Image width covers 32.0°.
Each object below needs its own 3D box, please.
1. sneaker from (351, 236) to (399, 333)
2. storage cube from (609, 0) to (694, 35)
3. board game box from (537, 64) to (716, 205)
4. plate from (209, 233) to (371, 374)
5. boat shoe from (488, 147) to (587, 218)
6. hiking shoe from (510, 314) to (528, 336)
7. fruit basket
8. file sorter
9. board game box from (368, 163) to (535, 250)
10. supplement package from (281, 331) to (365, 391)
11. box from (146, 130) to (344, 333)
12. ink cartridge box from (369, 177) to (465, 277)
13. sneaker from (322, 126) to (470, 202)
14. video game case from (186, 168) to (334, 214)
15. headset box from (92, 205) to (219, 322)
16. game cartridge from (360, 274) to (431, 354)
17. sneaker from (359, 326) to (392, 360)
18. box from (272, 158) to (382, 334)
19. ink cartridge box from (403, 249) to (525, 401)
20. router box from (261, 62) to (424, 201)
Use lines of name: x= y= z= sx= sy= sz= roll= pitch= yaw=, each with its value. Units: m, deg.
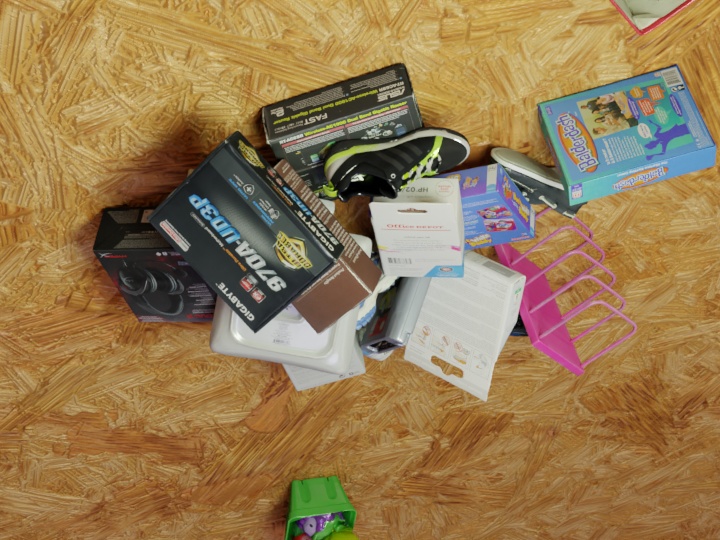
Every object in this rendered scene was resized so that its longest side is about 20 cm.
sneaker: x=0.000 y=0.000 z=1.778 sx=0.076 sy=0.201 sz=0.086 roll=-18 pitch=118 yaw=32
storage cube: x=0.306 y=-0.402 z=1.342 sx=0.170 sy=0.182 sz=0.199 roll=-32 pitch=139 yaw=23
board game box: x=0.350 y=-0.181 z=1.666 sx=0.197 sy=0.154 sz=0.045 roll=-14 pitch=144 yaw=2
plate: x=-0.096 y=0.037 z=1.686 sx=0.196 sy=0.032 sz=0.203 roll=10 pitch=108 yaw=-2
boat shoe: x=0.250 y=-0.118 z=1.773 sx=0.198 sy=0.076 sz=0.061 roll=17 pitch=117 yaw=-33
hiking shoe: x=0.192 y=0.079 z=2.030 sx=0.197 sy=0.075 sz=0.087 roll=7 pitch=147 yaw=-11
fruit basket: x=-0.069 y=0.522 z=2.402 sx=0.153 sy=0.218 sz=0.217 roll=-5 pitch=143 yaw=-12
file sorter: x=0.309 y=0.024 z=1.881 sx=0.125 sy=0.202 sz=0.138 roll=-35 pitch=138 yaw=23
board game box: x=0.130 y=-0.080 z=1.763 sx=0.197 sy=0.045 sz=0.134 roll=-9 pitch=148 yaw=28
supplement package: x=-0.076 y=0.072 z=1.886 sx=0.116 sy=0.118 sz=0.201 roll=-15 pitch=143 yaw=5
box: x=-0.141 y=-0.046 z=1.545 sx=0.159 sy=0.046 sz=0.200 roll=-39 pitch=98 yaw=26
ink cartridge box: x=0.078 y=-0.066 z=1.677 sx=0.113 sy=0.069 sz=0.201 roll=1 pitch=153 yaw=9
sneaker: x=0.048 y=-0.122 z=1.596 sx=0.197 sy=0.084 sz=0.072 roll=-10 pitch=144 yaw=-6
video game case: x=-0.145 y=-0.058 z=1.711 sx=0.197 sy=0.022 sz=0.183 roll=12 pitch=147 yaw=-5
headset box: x=-0.260 y=-0.001 z=1.736 sx=0.146 sy=0.078 sz=0.201 roll=0 pitch=144 yaw=14
game cartridge: x=0.053 y=0.051 z=1.847 sx=0.040 sy=0.135 sz=0.200 roll=26 pitch=167 yaw=-8
sneaker: x=0.062 y=0.069 z=1.969 sx=0.072 sy=0.072 sz=0.200 roll=27 pitch=124 yaw=-29
box: x=-0.074 y=-0.031 z=1.599 sx=0.100 sy=0.075 sz=0.201 roll=-36 pitch=98 yaw=26
ink cartridge box: x=0.153 y=0.071 z=1.874 sx=0.050 sy=0.160 sz=0.203 roll=-26 pitch=133 yaw=-47
router box: x=-0.014 y=-0.171 z=1.635 sx=0.197 sy=0.063 sz=0.150 roll=-17 pitch=144 yaw=4
